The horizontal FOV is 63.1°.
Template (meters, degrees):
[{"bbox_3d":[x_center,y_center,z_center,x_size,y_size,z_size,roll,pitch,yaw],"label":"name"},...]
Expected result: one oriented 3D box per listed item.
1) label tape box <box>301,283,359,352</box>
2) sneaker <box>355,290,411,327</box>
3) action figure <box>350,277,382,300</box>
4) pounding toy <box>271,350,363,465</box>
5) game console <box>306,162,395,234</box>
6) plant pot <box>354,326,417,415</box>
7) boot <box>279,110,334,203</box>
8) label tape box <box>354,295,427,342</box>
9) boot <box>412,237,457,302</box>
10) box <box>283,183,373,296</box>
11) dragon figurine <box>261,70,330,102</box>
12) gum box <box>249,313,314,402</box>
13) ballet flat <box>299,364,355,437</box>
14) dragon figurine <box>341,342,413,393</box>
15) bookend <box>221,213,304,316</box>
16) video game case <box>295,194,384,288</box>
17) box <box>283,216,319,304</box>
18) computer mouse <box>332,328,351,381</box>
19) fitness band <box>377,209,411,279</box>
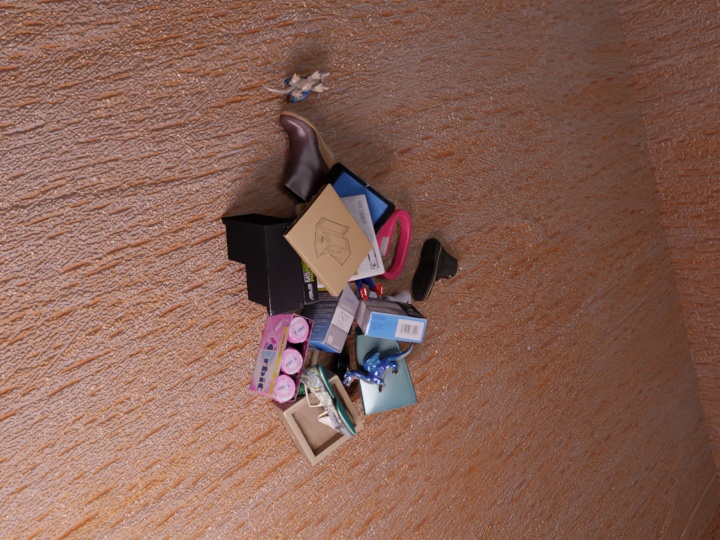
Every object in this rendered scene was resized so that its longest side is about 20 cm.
[{"bbox_3d":[-0.076,0.096,1.454,0.063,0.144,0.201,33,68,-32],"label":"label tape box"},{"bbox_3d":[0.056,0.087,1.615,0.200,0.075,0.116,-38,113,-30],"label":"sneaker"},{"bbox_3d":[0.000,0.000,1.504,0.065,0.200,0.100,-12,105,-12],"label":"action figure"},{"bbox_3d":[-0.111,0.324,1.448,0.183,0.142,0.201,-32,105,-20],"label":"pounding toy"},{"bbox_3d":[-0.030,-0.132,1.446,0.199,0.119,0.173,35,42,-19],"label":"game console"},{"bbox_3d":[0.054,0.242,1.525,0.140,0.141,0.202,-12,100,-1],"label":"plant pot"},{"bbox_3d":[-0.154,-0.279,1.467,0.200,0.072,0.167,42,61,-34],"label":"boot"},{"bbox_3d":[0.063,0.110,1.459,0.143,0.200,0.064,10,101,-15],"label":"label tape box"},{"bbox_3d":[0.237,0.021,1.771,0.138,0.077,0.201,33,68,-38],"label":"boot"},{"bbox_3d":[-0.067,-0.066,1.319,0.164,0.021,0.200,-54,126,-25],"label":"box"},{"bbox_3d":[-0.155,-0.461,1.475,0.199,0.099,0.059,-21,104,-18],"label":"dragon figurine"},{"bbox_3d":[-0.188,0.206,1.387,0.066,0.113,0.202,22,74,-36],"label":"gum box"},{"bbox_3d":[-0.080,0.310,1.356,0.074,0.074,0.201,-34,104,-35],"label":"ballet flat"},{"bbox_3d":[0.040,0.226,1.430,0.099,0.059,0.200,42,92,-2],"label":"dragon figurine"},{"bbox_3d":[-0.224,-0.020,1.339,0.092,0.198,0.202,-12,106,-39],"label":"bookend"},{"bbox_3d":[-0.047,-0.073,1.399,0.181,0.023,0.202,-12,84,-25],"label":"video game case"},{"bbox_3d":[-0.171,-0.020,1.384,0.044,0.160,0.202,-10,95,-39],"label":"box"},{"bbox_3d":[-0.052,0.204,1.554,0.059,0.034,0.202,26,63,-54],"label":"computer mouse"},{"bbox_3d":[0.093,-0.074,1.650,0.143,0.037,0.202,33,71,-59],"label":"fitness band"}]
